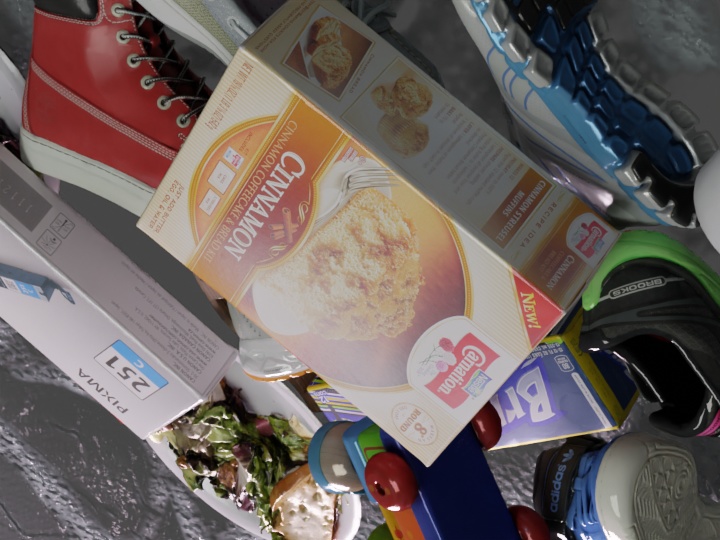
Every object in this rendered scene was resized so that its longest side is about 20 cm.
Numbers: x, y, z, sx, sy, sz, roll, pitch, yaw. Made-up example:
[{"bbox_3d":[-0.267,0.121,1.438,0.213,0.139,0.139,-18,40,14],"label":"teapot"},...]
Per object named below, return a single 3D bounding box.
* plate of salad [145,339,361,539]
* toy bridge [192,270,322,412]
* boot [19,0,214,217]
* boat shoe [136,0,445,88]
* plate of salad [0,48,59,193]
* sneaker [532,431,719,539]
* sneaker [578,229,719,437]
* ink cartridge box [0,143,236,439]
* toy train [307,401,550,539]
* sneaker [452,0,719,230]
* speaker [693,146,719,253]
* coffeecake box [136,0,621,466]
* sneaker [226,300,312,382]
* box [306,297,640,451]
[{"bbox_3d":[-0.087,0.117,1.413,0.199,0.048,0.201,28,146,21],"label":"plate of salad"},{"bbox_3d":[-0.069,0.001,1.323,0.067,0.027,0.201,-9,120,42],"label":"toy bridge"},{"bbox_3d":[-0.104,-0.106,1.206,0.199,0.072,0.145,20,119,23],"label":"boot"},{"bbox_3d":[-0.039,-0.135,1.142,0.201,0.074,0.065,37,145,13],"label":"boat shoe"},{"bbox_3d":[-0.277,-0.093,1.364,0.199,0.048,0.201,20,136,20],"label":"plate of salad"},{"bbox_3d":[0.135,0.129,1.205,0.111,0.077,0.200,13,170,28],"label":"sneaker"},{"bbox_3d":[0.188,0.059,1.123,0.199,0.084,0.077,31,154,-15],"label":"sneaker"},{"bbox_3d":[-0.193,0.023,1.322,0.200,0.045,0.176,42,147,-10],"label":"ink cartridge box"},{"bbox_3d":[0.046,0.168,1.233,0.115,0.084,0.201,-9,109,55],"label":"toy train"},{"bbox_3d":[0.091,-0.092,1.087,0.200,0.075,0.086,52,144,-15],"label":"sneaker"},{"bbox_3d":[0.233,-0.075,0.988,0.081,0.081,0.200,38,140,0],"label":"speaker"},{"bbox_3d":[0.006,-0.020,1.094,0.200,0.073,0.154,39,137,2],"label":"coffeecake box"},{"bbox_3d":[0.000,0.000,1.228,0.199,0.076,0.093,-14,107,29],"label":"sneaker"},{"bbox_3d":[0.068,0.059,1.247,0.199,0.064,0.070,-15,117,43],"label":"box"}]
